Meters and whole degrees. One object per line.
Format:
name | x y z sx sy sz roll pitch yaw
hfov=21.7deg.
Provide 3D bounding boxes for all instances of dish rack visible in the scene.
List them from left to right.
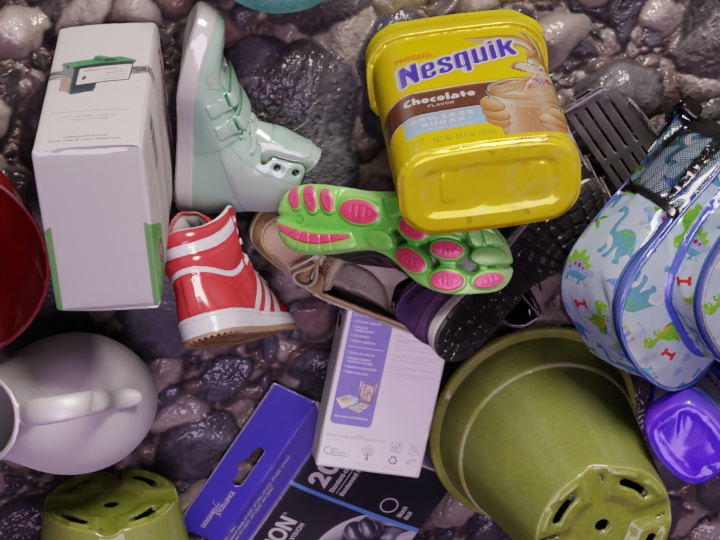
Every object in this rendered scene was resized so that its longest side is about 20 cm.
dish rack | 0.171 -0.058 1.606 0.200 0.055 0.153 -32 122 14

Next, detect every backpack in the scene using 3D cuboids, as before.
backpack | 0.274 -0.003 1.547 0.200 0.147 0.183 -46 132 -9

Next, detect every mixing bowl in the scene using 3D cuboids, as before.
mixing bowl | -0.352 -0.032 1.529 0.200 0.108 0.200 -3 123 -5

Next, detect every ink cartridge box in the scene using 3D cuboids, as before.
ink cartridge box | -0.195 -0.084 1.459 0.084 0.200 0.146 -3 123 -1
ink cartridge box | -0.042 0.220 1.775 0.200 0.043 0.198 24 118 -19
ink cartridge box | 0.023 0.082 1.672 0.099 0.039 0.200 10 105 -12

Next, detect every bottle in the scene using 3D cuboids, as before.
bottle | 0.293 0.117 1.650 0.065 0.200 0.084 -37 94 19

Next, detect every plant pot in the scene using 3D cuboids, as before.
plant pot | -0.223 0.290 1.732 0.200 0.200 0.190 -3 111 -5
plant pot | 0.181 0.179 1.655 0.200 0.190 0.200 -5 115 -12

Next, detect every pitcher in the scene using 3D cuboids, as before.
pitcher | -0.244 0.113 1.574 0.171 0.200 0.121 -5 89 33

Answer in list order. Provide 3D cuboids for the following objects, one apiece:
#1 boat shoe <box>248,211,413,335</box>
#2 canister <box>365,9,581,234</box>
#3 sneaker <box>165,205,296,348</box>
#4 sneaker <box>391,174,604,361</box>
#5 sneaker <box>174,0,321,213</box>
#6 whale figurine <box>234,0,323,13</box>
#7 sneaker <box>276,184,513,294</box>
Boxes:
boat shoe | -0.001 0.003 1.591 0.200 0.063 0.073 31 100 -14
canister | 0.086 -0.117 1.468 0.148 0.200 0.087 -7 125 -2
sneaker | -0.112 0.005 1.579 0.071 0.200 0.113 -18 84 11
sneaker | 0.109 -0.021 1.550 0.200 0.088 0.076 -40 138 -13
sneaker | -0.088 -0.129 1.514 0.118 0.074 0.201 4 133 -1
whale figurine | -0.064 -0.284 1.396 0.159 0.104 0.200 -7 124 -1
sneaker | 0.033 -0.032 1.507 0.200 0.084 0.077 17 100 21
